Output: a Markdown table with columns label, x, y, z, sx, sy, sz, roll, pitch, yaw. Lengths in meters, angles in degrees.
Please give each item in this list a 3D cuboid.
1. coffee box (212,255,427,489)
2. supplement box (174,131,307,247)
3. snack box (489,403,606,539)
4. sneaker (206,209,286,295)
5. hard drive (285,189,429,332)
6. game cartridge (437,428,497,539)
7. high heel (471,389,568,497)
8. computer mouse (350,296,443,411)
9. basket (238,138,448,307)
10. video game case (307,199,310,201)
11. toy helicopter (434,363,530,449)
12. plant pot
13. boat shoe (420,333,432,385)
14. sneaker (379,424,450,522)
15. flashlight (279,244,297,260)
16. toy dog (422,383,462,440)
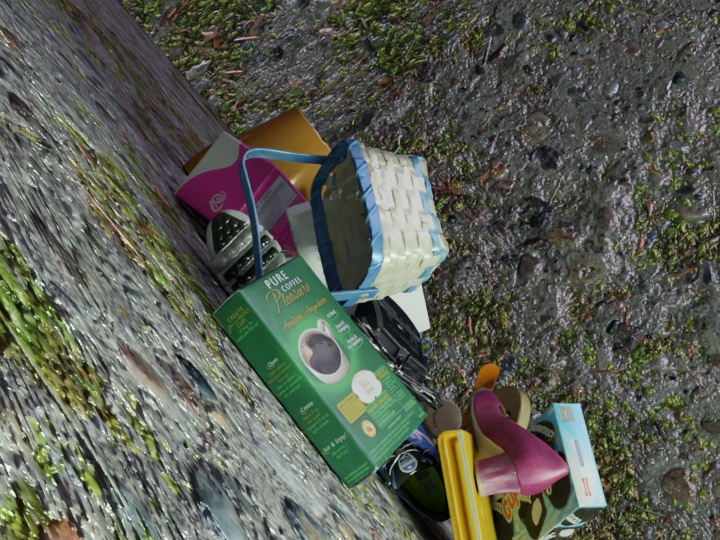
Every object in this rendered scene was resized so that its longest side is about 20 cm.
| label | x | y | z | sx | sy | sz | roll | pitch | yaw |
| --- | --- | --- | --- | --- | --- | --- | --- | --- | --- |
| coffee box | -0.034 | 0.088 | 1.094 | 0.200 | 0.044 | 0.123 | 51 | 31 | 2 |
| supplement box | -0.123 | -0.066 | 1.474 | 0.101 | 0.104 | 0.200 | 35 | -9 | 33 |
| snack box | 0.199 | 0.241 | 1.324 | 0.200 | 0.037 | 0.117 | 119 | -33 | -53 |
| sneaker | -0.099 | 0.024 | 1.277 | 0.201 | 0.075 | 0.081 | 55 | -11 | -12 |
| hard drive | 0.000 | 0.000 | 1.385 | 0.027 | 0.131 | 0.201 | -121 | -165 | -60 |
| game cartridge | 0.122 | 0.265 | 1.296 | 0.200 | 0.032 | 0.178 | 51 | 29 | -75 |
| high heel | 0.172 | 0.180 | 1.309 | 0.200 | 0.095 | 0.068 | -73 | 151 | -73 |
| computer mouse | 0.023 | 0.082 | 1.308 | 0.138 | 0.053 | 0.200 | 44 | 12 | -12 |
| basket | -0.021 | -0.044 | 1.237 | 0.139 | 0.199 | 0.177 | -48 | -135 | 52 |
| video game case | -0.054 | -0.013 | 1.582 | 0.200 | 0.142 | 0.019 | 45 | -28 | 34 |
| toy helicopter | 0.133 | 0.203 | 1.495 | 0.079 | 0.200 | 0.133 | 31 | 42 | -28 |
| plant pot | -0.126 | -0.135 | 1.759 | 0.201 | 0.183 | 0.200 | 51 | 2 | -2 |
| boat shoe | 0.064 | 0.119 | 1.588 | 0.069 | 0.084 | 0.201 | 36 | -23 | 43 |
| sneaker | 0.045 | 0.188 | 1.297 | 0.200 | 0.078 | 0.089 | 51 | -1 | -5 |
| flashlight | -0.051 | -0.006 | 1.448 | 0.199 | 0.068 | 0.068 | -9 | 85 | -49 |
| toy dog | 0.028 | 0.156 | 1.479 | 0.200 | 0.096 | 0.132 | 39 | -20 | 15 |
